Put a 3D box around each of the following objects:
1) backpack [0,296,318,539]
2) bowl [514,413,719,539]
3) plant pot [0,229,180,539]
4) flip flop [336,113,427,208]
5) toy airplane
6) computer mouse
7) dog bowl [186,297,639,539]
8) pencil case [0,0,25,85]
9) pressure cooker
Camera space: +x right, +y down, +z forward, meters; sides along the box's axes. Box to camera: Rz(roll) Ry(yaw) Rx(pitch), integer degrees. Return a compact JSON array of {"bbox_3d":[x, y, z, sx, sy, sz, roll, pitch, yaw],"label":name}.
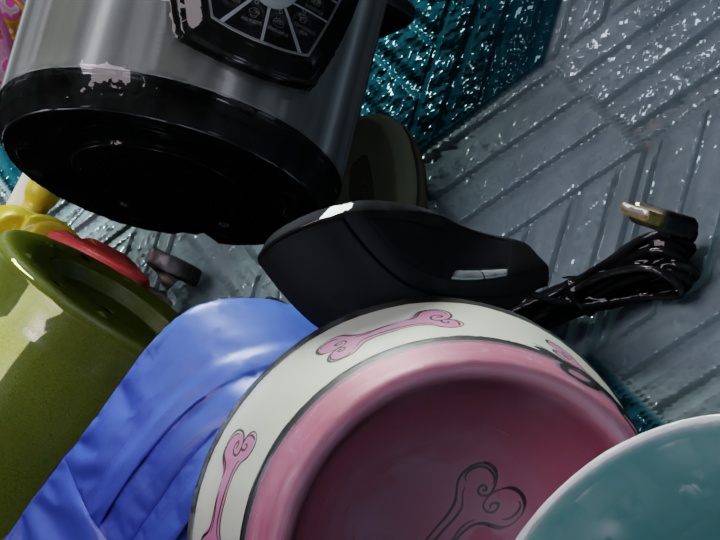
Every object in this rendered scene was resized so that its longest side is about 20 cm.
[{"bbox_3d":[-0.040,0.123,1.180,0.168,0.162,0.200,49,115,38],"label":"backpack"},{"bbox_3d":[0.148,0.163,0.981,0.201,0.105,0.201,-15,61,30],"label":"bowl"},{"bbox_3d":[-0.168,0.092,1.306,0.193,0.200,0.200,-57,38,9],"label":"plant pot"},{"bbox_3d":[0.000,0.000,1.304,0.081,0.058,0.200,-32,46,31],"label":"flip flop"},{"bbox_3d":[-0.196,-0.013,1.463,0.199,0.141,0.200,-34,45,30],"label":"toy airplane"},{"bbox_3d":[0.060,0.005,1.139,0.140,0.200,0.046,-23,67,30],"label":"computer mouse"},{"bbox_3d":[0.035,0.113,1.067,0.200,0.200,0.074,-63,14,-4],"label":"dog bowl"},{"bbox_3d":[-0.128,-0.152,1.434,0.087,0.200,0.088,31,132,40],"label":"pencil case"},{"bbox_3d":[-0.076,-0.132,1.309,0.178,0.176,0.200,7,69,19],"label":"pressure cooker"}]
